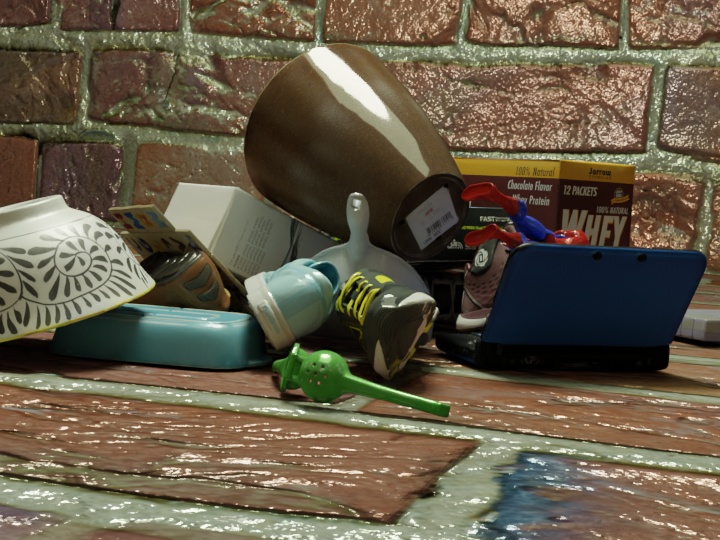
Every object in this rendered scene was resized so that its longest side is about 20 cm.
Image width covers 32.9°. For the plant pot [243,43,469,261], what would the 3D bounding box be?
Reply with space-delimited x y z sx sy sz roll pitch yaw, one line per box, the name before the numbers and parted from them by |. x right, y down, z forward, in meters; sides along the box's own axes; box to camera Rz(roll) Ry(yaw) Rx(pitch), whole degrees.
plant pot | 0.014 -0.098 1.202 0.186 0.188 0.200 1 29 -39

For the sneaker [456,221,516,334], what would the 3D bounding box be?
sneaker | 0.180 -0.001 1.237 0.199 0.117 0.075 -14 -22 35

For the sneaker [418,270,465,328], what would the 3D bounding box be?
sneaker | 0.086 0.036 1.348 0.139 0.079 0.199 -2 -3 -40

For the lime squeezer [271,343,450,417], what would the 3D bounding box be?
lime squeezer | -0.027 0.073 0.884 0.070 0.038 0.199 1 4 -40

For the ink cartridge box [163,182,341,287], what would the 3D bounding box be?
ink cartridge box | -0.101 -0.015 1.299 0.199 0.083 0.146 28 -10 -33

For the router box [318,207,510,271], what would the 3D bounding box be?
router box | 0.063 -0.033 1.384 0.149 0.063 0.199 0 -4 -31

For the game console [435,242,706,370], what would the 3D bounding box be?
game console | 0.190 0.030 1.131 0.198 0.120 0.171 3 4 -19

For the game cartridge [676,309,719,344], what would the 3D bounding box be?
game cartridge | 0.453 0.069 1.469 0.198 0.039 0.129 2 8 -25

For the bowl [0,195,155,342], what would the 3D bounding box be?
bowl | -0.279 -0.006 1.008 0.199 0.095 0.201 -14 9 2

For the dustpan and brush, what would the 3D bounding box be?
dustpan and brush | 0.000 0.000 1.138 0.138 0.058 0.200 5 -27 6

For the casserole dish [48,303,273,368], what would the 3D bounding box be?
casserole dish | -0.170 0.054 1.043 0.198 0.039 0.121 4 3 13

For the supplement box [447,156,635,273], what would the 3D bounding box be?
supplement box | 0.214 -0.034 1.490 0.132 0.202 0.197 0 5 -36

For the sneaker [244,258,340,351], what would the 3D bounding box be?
sneaker | -0.053 0.026 1.087 0.081 0.074 0.200 -27 8 -3

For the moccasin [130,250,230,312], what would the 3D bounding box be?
moccasin | -0.181 0.023 1.188 0.074 0.078 0.201 -44 20 -29

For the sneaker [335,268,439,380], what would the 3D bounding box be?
sneaker | 0.012 0.040 1.019 0.084 0.075 0.200 31 -2 7

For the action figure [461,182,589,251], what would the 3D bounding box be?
action figure | 0.142 -0.018 1.116 0.098 0.066 0.199 -16 -25 39

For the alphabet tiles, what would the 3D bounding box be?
alphabet tiles | -0.177 -0.004 1.229 0.167 0.006 0.200 48 -20 -21
